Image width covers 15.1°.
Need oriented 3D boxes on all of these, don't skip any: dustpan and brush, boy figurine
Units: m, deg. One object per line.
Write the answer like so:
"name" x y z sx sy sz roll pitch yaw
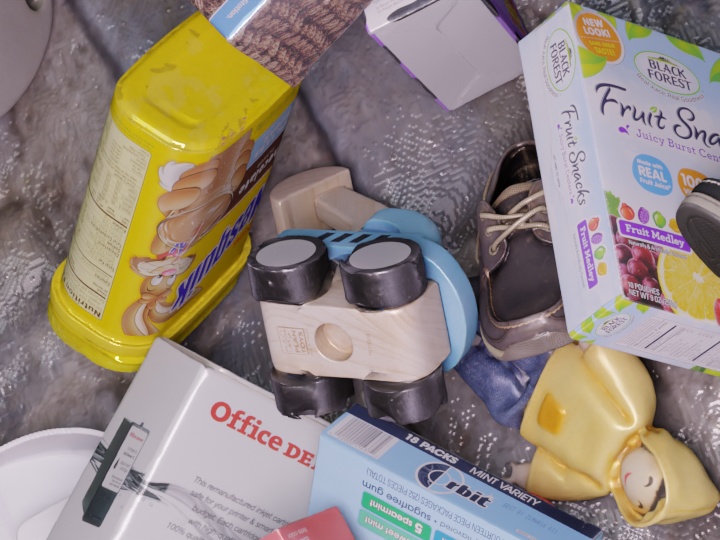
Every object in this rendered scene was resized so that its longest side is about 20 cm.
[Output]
"dustpan and brush" -0.154 0.143 1.727 0.200 0.057 0.140 -28 69 3
"boy figurine" 0.126 0.091 1.628 0.200 0.064 0.124 42 118 24

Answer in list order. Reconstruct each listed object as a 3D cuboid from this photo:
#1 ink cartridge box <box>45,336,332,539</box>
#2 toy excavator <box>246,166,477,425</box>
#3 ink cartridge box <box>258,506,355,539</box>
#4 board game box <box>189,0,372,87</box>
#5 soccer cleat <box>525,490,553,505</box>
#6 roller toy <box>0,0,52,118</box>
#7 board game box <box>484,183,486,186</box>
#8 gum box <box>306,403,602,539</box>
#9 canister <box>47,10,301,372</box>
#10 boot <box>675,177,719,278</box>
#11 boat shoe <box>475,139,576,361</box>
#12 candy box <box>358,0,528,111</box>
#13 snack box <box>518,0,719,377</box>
"ink cartridge box" -0.100 0.161 1.651 0.200 0.146 0.083 -61 31 -1
"toy excavator" 0.000 0.000 1.631 0.194 0.200 0.100 3 117 31
"ink cartridge box" -0.023 0.251 1.533 0.116 0.067 0.200 -34 80 31
"board game box" -0.063 -0.238 1.577 0.159 0.097 0.200 -46 66 7
"soccer cleat" 0.135 0.215 1.592 0.067 0.076 0.200 -37 73 9
"roller toy" -0.313 -0.180 1.815 0.182 0.140 0.200 20 86 23
"board game box" 0.183 -0.046 1.667 0.200 0.023 0.105 -25 68 13
"gum box" 0.042 0.201 1.591 0.170 0.045 0.200 27 128 23
"canister" -0.111 -0.052 1.655 0.086 0.200 0.149 33 47 11
"boot" 0.290 -0.035 1.502 0.203 0.073 0.154 29 73 1
"boat shoe" 0.094 -0.015 1.581 0.074 0.200 0.073 -21 113 11
"candy box" 0.025 -0.220 1.684 0.071 0.168 0.200 -26 70 11
"snack box" 0.172 -0.044 1.559 0.053 0.142 0.200 -38 48 41
